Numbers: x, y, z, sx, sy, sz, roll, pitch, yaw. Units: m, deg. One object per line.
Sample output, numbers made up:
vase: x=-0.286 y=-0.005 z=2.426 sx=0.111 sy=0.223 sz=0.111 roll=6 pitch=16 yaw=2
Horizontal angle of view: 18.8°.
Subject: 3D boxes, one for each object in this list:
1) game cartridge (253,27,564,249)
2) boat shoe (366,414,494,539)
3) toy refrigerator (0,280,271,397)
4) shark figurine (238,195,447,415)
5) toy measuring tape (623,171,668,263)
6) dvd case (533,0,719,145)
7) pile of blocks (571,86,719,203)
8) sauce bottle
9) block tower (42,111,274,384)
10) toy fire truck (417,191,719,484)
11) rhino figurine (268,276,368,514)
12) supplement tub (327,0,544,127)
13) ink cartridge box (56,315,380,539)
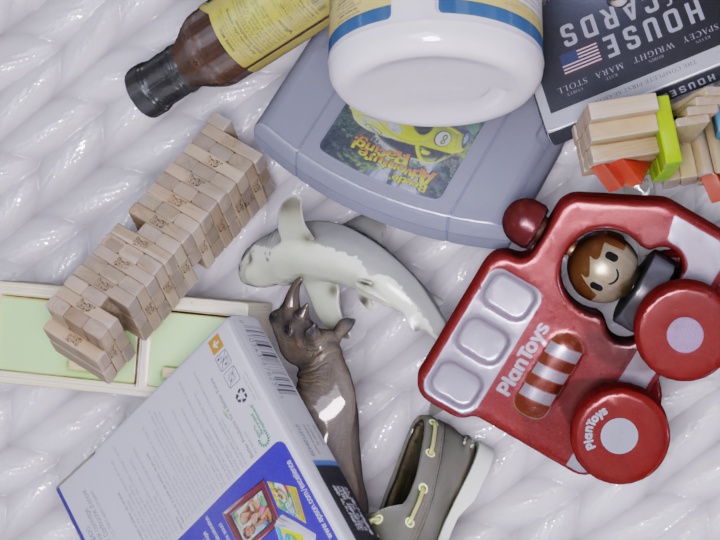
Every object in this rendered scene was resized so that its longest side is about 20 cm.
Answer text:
game cartridge: x=0.034 y=-0.094 z=1.529 sx=0.199 sy=0.041 sz=0.133 roll=23 pitch=63 yaw=13
boat shoe: x=0.027 y=0.183 z=1.493 sx=0.060 sy=0.202 sz=0.072 roll=34 pitch=140 yaw=-4
toy refrigerator: x=-0.171 y=0.052 z=1.594 sx=0.199 sy=0.070 sz=0.076 roll=5 pitch=91 yaw=13
shark figurine: x=0.016 y=-0.001 z=1.542 sx=0.214 sy=0.090 sz=0.128 roll=29 pitch=139 yaw=19
toy measuring tape: x=0.187 y=-0.075 z=1.507 sx=0.073 sy=0.074 sz=0.201 roll=-12 pitch=86 yaw=13
dvd case: x=0.172 y=-0.198 z=1.497 sx=0.150 sy=0.025 sz=0.201 roll=-22 pitch=61 yaw=12
pile of blocks: x=0.231 y=-0.079 z=1.446 sx=0.199 sy=0.082 sz=0.062 roll=-3 pitch=76 yaw=-30
sauce bottle: x=-0.084 y=-0.174 z=1.566 sx=0.200 sy=0.065 sz=0.065 roll=-29 pitch=83 yaw=23
block tower: x=-0.140 y=-0.017 z=1.548 sx=0.058 sy=0.054 sz=0.200 roll=29 pitch=69 yaw=24
toy fire truck: x=0.151 y=0.036 z=1.467 sx=0.168 sy=0.112 sz=0.200 roll=29 pitch=105 yaw=-4
rhino figurine: x=-0.034 y=0.104 z=1.529 sx=0.087 sy=0.060 sz=0.201 roll=-3 pitch=91 yaw=49
supplement tub: x=0.051 y=-0.212 z=1.461 sx=0.144 sy=0.145 sz=0.201 roll=-4 pitch=71 yaw=14
ink cartridge box: x=-0.100 y=0.170 z=1.502 sx=0.200 sy=0.047 sz=0.198 roll=-45 pitch=62 yaw=28
